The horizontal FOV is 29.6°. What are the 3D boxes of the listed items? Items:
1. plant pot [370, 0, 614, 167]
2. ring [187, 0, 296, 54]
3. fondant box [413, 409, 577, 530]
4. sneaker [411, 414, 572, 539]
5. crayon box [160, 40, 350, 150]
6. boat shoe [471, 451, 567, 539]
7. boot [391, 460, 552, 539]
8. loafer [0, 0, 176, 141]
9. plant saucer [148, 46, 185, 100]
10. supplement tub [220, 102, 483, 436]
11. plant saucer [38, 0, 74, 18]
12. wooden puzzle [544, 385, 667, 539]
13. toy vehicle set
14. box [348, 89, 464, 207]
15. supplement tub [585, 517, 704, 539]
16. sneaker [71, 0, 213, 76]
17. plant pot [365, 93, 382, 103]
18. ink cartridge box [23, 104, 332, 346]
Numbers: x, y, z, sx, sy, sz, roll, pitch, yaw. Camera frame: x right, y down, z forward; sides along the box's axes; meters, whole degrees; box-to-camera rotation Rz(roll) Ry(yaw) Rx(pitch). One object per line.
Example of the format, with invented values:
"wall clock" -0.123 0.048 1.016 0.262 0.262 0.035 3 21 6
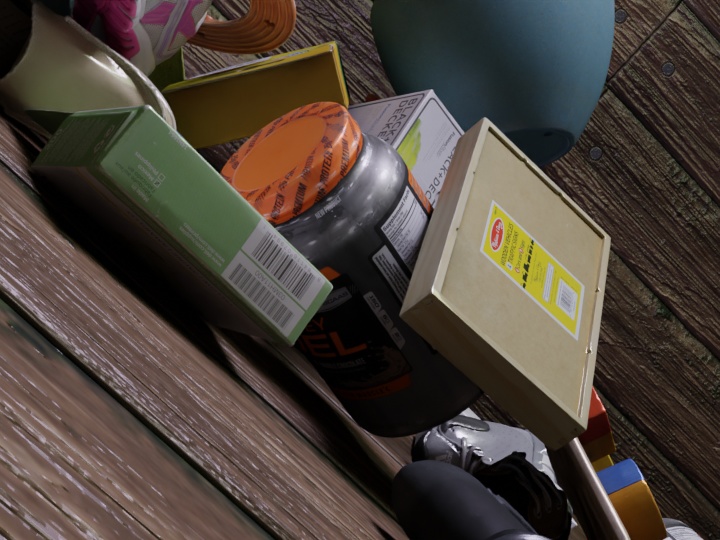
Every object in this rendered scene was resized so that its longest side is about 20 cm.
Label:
"plant pot" 0.115 -0.156 1.094 0.200 0.198 0.136 42 37 -68
"ring" -0.133 -0.220 0.962 0.199 0.019 0.201 21 -21 8
"fondant box" 0.117 0.185 1.232 0.144 0.058 0.200 44 2 3
"sneaker" 0.092 0.168 1.037 0.115 0.076 0.200 19 16 -3
"crayon box" -0.074 -0.132 1.023 0.200 0.126 0.051 -86 162 -80
"boat shoe" 0.088 0.150 0.858 0.072 0.072 0.200 45 1 18
"boot" 0.063 0.133 0.604 0.165 0.065 0.200 53 0 -26
"loafer" -0.202 -0.126 0.842 0.199 0.076 0.068 34 5 -17
"plant saucer" -0.192 -0.162 1.173 0.200 0.047 0.201 -134 -142 -63
"supplement tub" 0.000 0.000 0.878 0.201 0.122 0.123 55 -5 -28
"plant saucer" -0.205 -0.187 0.846 0.070 0.019 0.200 32 -14 -10
"wooden puzzle" 0.155 0.142 0.876 0.186 0.046 0.201 66 5 -51
"toy vehicle set" 0.096 0.002 0.833 0.124 0.026 0.201 42 35 -15
"box" -0.022 -0.067 1.041 0.199 0.117 0.060 -2 -44 49
"supplement tub" 0.291 0.308 1.223 0.122 0.123 0.200 43 1 -41
"sneaker" -0.140 -0.196 0.881 0.081 0.088 0.200 47 -15 5
"plant pot" 0.013 -0.012 1.182 0.201 0.195 0.201 43 0 0
"ink cartridge box" -0.119 -0.029 0.766 0.145 0.048 0.199 44 -19 -27
